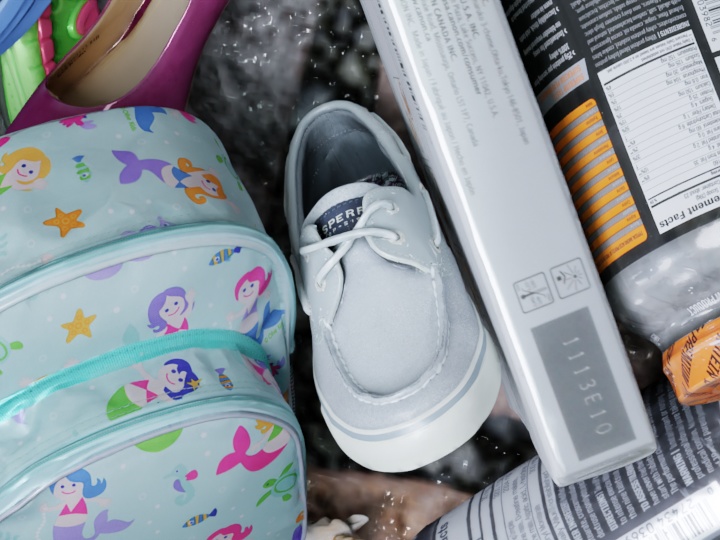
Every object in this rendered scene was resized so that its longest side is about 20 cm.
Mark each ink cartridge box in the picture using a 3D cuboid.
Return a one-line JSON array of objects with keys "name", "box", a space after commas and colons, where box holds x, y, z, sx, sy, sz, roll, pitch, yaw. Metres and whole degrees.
[{"name": "ink cartridge box", "box": [0.051, -0.030, 0.980, 0.043, 0.174, 0.201, -20, 96, 1]}]

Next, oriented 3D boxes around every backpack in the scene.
[{"name": "backpack", "box": [-0.105, 0.041, 0.968, 0.177, 0.151, 0.201, -17, 140, -17]}]

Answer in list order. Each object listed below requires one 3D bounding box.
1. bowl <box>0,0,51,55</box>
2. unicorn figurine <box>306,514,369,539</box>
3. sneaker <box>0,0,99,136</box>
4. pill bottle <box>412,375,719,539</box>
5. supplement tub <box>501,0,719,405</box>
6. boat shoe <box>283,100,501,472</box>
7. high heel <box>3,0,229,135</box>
[{"name": "bowl", "box": [-0.188, -0.169, 1.029, 0.200, 0.039, 0.202, 1, 93, 32]}, {"name": "unicorn figurine", "box": [-0.086, 0.138, 1.097, 0.137, 0.074, 0.200, 22, 125, -13]}, {"name": "sneaker", "box": [-0.152, -0.041, 1.085, 0.083, 0.077, 0.201, 7, 100, 31]}, {"name": "pill bottle", "box": [0.089, 0.124, 1.029, 0.199, 0.106, 0.107, -34, 92, 19]}, {"name": "supplement tub", "box": [0.127, -0.060, 0.948, 0.122, 0.122, 0.201, -23, 78, 18]}, {"name": "boat shoe", "box": [0.001, -0.001, 0.975, 0.070, 0.201, 0.072, -26, 120, 7]}, {"name": "high heel", "box": [-0.090, -0.110, 1.002, 0.200, 0.096, 0.067, -46, 44, -12]}]
